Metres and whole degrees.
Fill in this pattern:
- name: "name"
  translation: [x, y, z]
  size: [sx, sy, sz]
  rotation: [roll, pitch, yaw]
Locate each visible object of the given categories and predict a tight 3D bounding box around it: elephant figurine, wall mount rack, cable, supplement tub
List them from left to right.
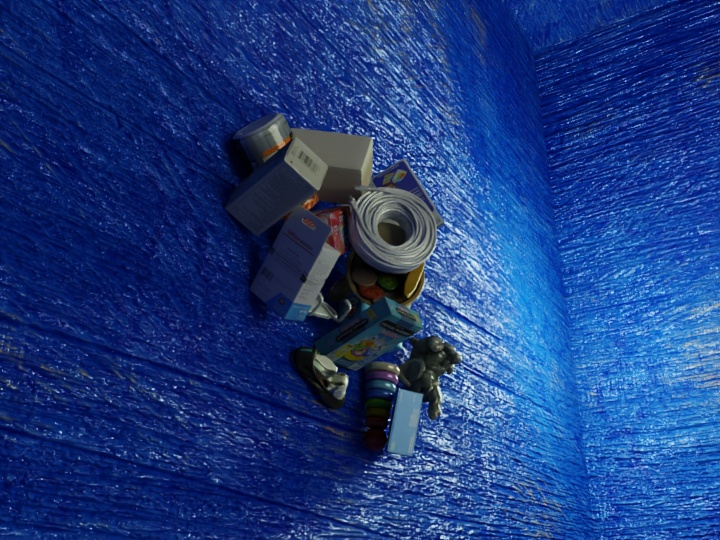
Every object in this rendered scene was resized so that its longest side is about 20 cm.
- name: "supplement tub"
  translation: [-0.173, -0.215, 1.614]
  size: [0.201, 0.122, 0.123]
  rotation: [63, 31, -22]
- name: "wall mount rack"
  translation: [-0.111, 0.033, 1.673]
  size: [0.174, 0.075, 0.200]
  rotation: [47, 15, 29]
- name: "cable"
  translation: [0.069, -0.088, 1.694]
  size: [0.198, 0.069, 0.202]
  rotation: [-1, 66, -18]
- name: "elephant figurine"
  translation: [0.163, 0.276, 1.999]
  size: [0.141, 0.155, 0.201]
  rotation: [34, 68, -4]

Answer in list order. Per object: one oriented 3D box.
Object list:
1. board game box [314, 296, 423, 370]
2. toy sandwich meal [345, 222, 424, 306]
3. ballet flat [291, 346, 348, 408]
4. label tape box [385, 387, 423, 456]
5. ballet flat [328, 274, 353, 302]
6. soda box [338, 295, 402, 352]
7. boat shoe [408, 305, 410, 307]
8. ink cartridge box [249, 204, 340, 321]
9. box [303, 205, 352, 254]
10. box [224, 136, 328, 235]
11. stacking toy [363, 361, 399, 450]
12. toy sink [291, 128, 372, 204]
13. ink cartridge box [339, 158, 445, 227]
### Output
- name: "board game box"
  translation: [0.020, 0.145, 1.712]
  size: [0.151, 0.199, 0.047]
  rotation: [26, 36, -54]
- name: "toy sandwich meal"
  translation: [0.062, -0.010, 1.732]
  size: [0.070, 0.203, 0.207]
  rotation: [109, -14, -60]
- name: "ballet flat"
  translation: [-0.071, 0.233, 1.649]
  size: [0.200, 0.068, 0.068]
  rotation: [51, 36, -38]
- name: "label tape box"
  translation: [0.101, 0.354, 1.780]
  size: [0.200, 0.063, 0.146]
  rotation: [88, 13, -77]
- name: "ballet flat"
  translation: [0.000, 0.000, 1.806]
  size: [0.046, 0.200, 0.067]
  rotation: [48, -9, 19]
- name: "soda box"
  translation: [0.027, 0.132, 1.868]
  size: [0.200, 0.067, 0.065]
  rotation: [40, 44, -47]
- name: "boat shoe"
  translation: [0.093, 0.073, 1.947]
  size: [0.063, 0.073, 0.202]
  rotation: [-29, 132, -47]
- name: "ink cartridge box"
  translation: [-0.120, -0.016, 1.520]
  size: [0.068, 0.116, 0.201]
  rotation: [14, 108, -56]
- name: "box"
  translation: [-0.081, -0.081, 1.685]
  size: [0.200, 0.099, 0.096]
  rotation: [-43, 124, -75]
- name: "box"
  translation: [-0.166, -0.161, 1.507]
  size: [0.095, 0.199, 0.078]
  rotation: [41, 42, -23]
- name: "stacking toy"
  translation: [0.043, 0.320, 1.808]
  size: [0.085, 0.085, 0.202]
  rotation: [38, 50, -48]
- name: "toy sink"
  translation: [-0.080, -0.236, 1.777]
  size: [0.131, 0.198, 0.113]
  rotation: [-74, 169, -45]
- name: "ink cartridge box"
  translation: [0.075, -0.142, 1.888]
  size: [0.201, 0.197, 0.047]
  rotation: [59, -1, 14]
